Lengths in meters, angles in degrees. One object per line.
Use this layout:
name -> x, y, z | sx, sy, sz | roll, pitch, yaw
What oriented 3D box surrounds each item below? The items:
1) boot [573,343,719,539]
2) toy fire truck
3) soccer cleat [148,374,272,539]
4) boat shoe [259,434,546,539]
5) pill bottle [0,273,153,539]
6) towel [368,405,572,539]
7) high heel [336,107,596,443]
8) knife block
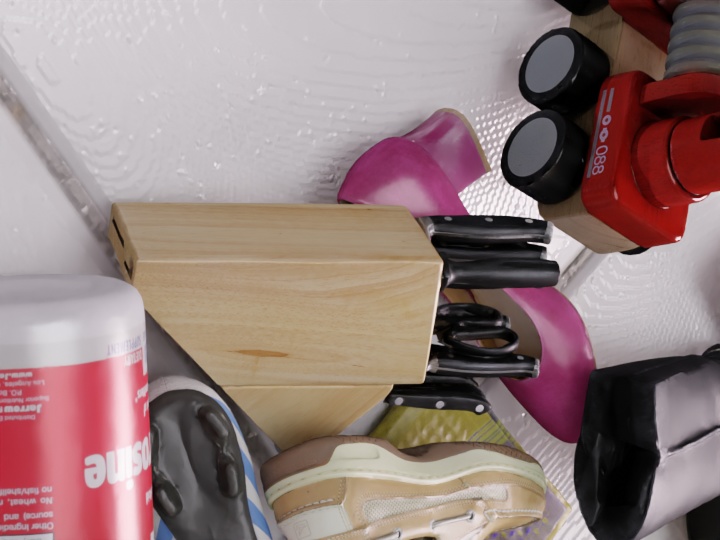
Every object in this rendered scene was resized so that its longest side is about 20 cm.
boot -> 0.183, 0.127, 1.310 | 0.200, 0.065, 0.166 | -8, 90, -65
toy fire truck -> 0.175, -0.114, 1.217 | 0.128, 0.199, 0.177 | 30, 63, -37
soccer cleat -> -0.069, 0.146, 1.141 | 0.069, 0.086, 0.201 | -12, 97, -7
boat shoe -> 0.029, 0.131, 1.182 | 0.199, 0.072, 0.077 | 6, 60, -47
pill bottle -> -0.149, 0.107, 1.060 | 0.112, 0.112, 0.201 | -8, 101, -37
towel -> 0.026, 0.160, 1.265 | 0.200, 0.023, 0.144 | -50, 123, -22
high heel -> 0.057, 0.019, 1.235 | 0.096, 0.067, 0.201 | -38, 113, -39
knife block -> 0.000, 0.000, 1.151 | 0.175, 0.064, 0.200 | -39, 122, 4
